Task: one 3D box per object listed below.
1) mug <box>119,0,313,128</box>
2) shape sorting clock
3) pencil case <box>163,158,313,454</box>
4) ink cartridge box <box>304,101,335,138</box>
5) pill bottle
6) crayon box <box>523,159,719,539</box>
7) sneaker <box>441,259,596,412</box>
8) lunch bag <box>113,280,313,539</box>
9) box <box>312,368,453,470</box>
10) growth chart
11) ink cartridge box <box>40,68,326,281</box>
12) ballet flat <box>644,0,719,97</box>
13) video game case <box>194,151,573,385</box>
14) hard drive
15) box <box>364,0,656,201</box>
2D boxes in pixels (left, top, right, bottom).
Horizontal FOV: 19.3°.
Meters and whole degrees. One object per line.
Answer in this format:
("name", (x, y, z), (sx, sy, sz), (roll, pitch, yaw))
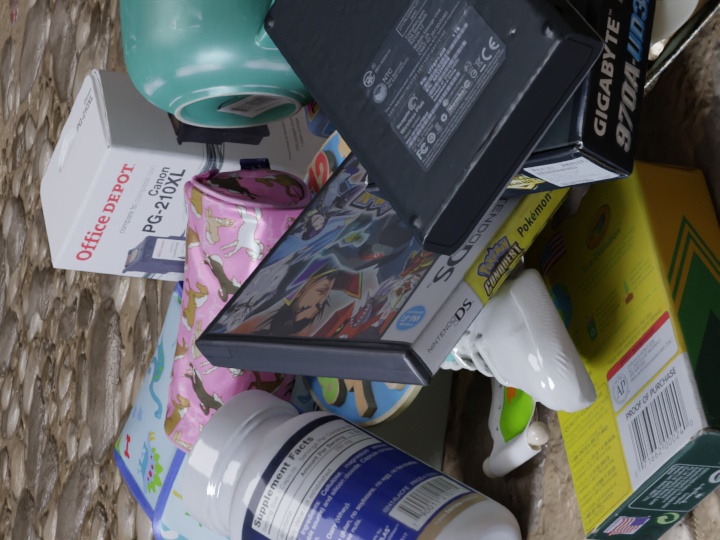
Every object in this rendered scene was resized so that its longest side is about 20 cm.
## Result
("mug", (-0.087, -0.165, 1.409), (0.185, 0.151, 0.115), (53, -148, -78))
("shape sorting clock", (0.000, 0.000, 1.355), (0.200, 0.039, 0.201), (-21, 66, 59))
("pencil case", (-0.082, 0.030, 1.395), (0.087, 0.082, 0.201), (-134, 46, -56))
("ink cartridge box", (0.025, -0.201, 1.466), (0.200, 0.076, 0.137), (-53, 39, 45))
("pill bottle", (-0.009, 0.157, 1.313), (0.199, 0.115, 0.116), (27, 112, 32))
("crayon box", (0.152, 0.031, 1.163), (0.127, 0.050, 0.201), (127, 140, -49))
("sneaker", (0.064, 0.033, 1.169), (0.076, 0.088, 0.200), (64, 177, -28))
("lunch bag", (-0.086, 0.131, 1.580), (0.200, 0.127, 0.171), (50, 127, 41))
("box", (0.015, 0.076, 1.425), (0.082, 0.068, 0.201), (7, 90, 63))
("growth chart", (0.088, 0.029, 1.305), (0.145, 0.018, 0.201), (111, 156, -65))
("ink cartridge box", (-0.126, -0.065, 1.606), (0.145, 0.199, 0.085), (122, 145, -43))
("ballet flat", (0.146, -0.129, 1.151), (0.200, 0.068, 0.075), (-47, 7, 34))
("video game case", (0.018, -0.013, 1.200), (0.199, 0.026, 0.181), (1, 46, 52))
("hard drive", (0.031, -0.125, 1.117), (0.140, 0.033, 0.200), (-55, 47, 24))
("box", (0.086, -0.138, 1.141), (0.158, 0.046, 0.201), (-7, 67, 46))
